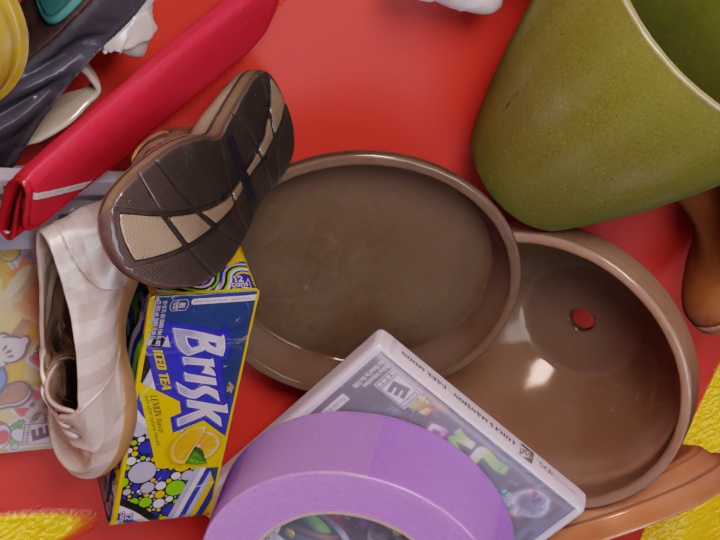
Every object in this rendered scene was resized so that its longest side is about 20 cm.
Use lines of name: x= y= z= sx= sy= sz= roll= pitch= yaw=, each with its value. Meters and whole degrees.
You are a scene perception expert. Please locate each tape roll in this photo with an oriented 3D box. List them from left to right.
tape roll: x=-0.002 y=0.190 z=1.207 sx=0.200 sy=0.066 sz=0.200 roll=6 pitch=125 yaw=9

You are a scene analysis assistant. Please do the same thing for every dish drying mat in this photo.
dish drying mat: x=-0.115 y=-0.091 z=1.001 sx=0.200 sy=0.018 sz=0.077 roll=-43 pitch=172 yaw=-27

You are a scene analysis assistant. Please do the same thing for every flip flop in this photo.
flip flop: x=-0.096 y=-0.053 z=1.030 sx=0.058 sy=0.200 sz=0.081 roll=-4 pitch=119 yaw=23

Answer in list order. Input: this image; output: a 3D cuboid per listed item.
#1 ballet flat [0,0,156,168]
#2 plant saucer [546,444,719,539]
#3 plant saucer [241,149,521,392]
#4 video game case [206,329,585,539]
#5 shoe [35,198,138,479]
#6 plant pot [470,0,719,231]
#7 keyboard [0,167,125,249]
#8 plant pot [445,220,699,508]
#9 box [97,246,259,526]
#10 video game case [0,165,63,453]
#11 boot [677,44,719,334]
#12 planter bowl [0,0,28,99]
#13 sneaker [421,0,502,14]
ballet flat: x=-0.156 y=-0.125 z=0.989 sx=0.200 sy=0.073 sz=0.073 roll=-45 pitch=132 yaw=16
plant saucer: x=0.167 y=0.163 z=1.320 sx=0.200 sy=0.200 sz=0.032 roll=-19 pitch=89 yaw=-15
plant saucer: x=0.000 y=0.000 z=1.157 sx=0.200 sy=0.029 sz=0.200 roll=-1 pitch=131 yaw=-1
video game case: x=0.017 y=0.153 z=1.230 sx=0.182 sy=0.023 sz=0.200 roll=39 pitch=122 yaw=-14
shoe: x=-0.166 y=0.045 z=1.075 sx=0.053 sy=0.070 sz=0.200 roll=-22 pitch=137 yaw=-37
plant pot: x=0.157 y=-0.111 z=1.098 sx=0.187 sy=0.187 sz=0.200 roll=8 pitch=149 yaw=-32
keyboard: x=-0.163 y=-0.034 z=1.050 sx=0.200 sy=0.011 sz=0.056 roll=-2 pitch=138 yaw=-53
plant pot: x=0.135 y=0.051 z=1.233 sx=0.093 sy=0.201 sz=0.201 roll=-42 pitch=151 yaw=-55
box: x=-0.117 y=0.066 z=1.141 sx=0.070 sy=0.064 sz=0.200 roll=-4 pitch=133 yaw=-21
video game case: x=-0.247 y=0.029 z=1.093 sx=0.182 sy=0.023 sz=0.200 roll=-3 pitch=125 yaw=-25
boot: x=0.226 y=-0.057 z=1.233 sx=0.155 sy=0.077 sz=0.200 roll=9 pitch=113 yaw=-40
planter bowl: x=-0.265 y=-0.103 z=0.872 sx=0.200 sy=0.084 sz=0.200 roll=12 pitch=149 yaw=7
sneaker: x=0.098 y=-0.232 z=1.058 sx=0.099 sy=0.078 sz=0.200 roll=16 pitch=121 yaw=-45
